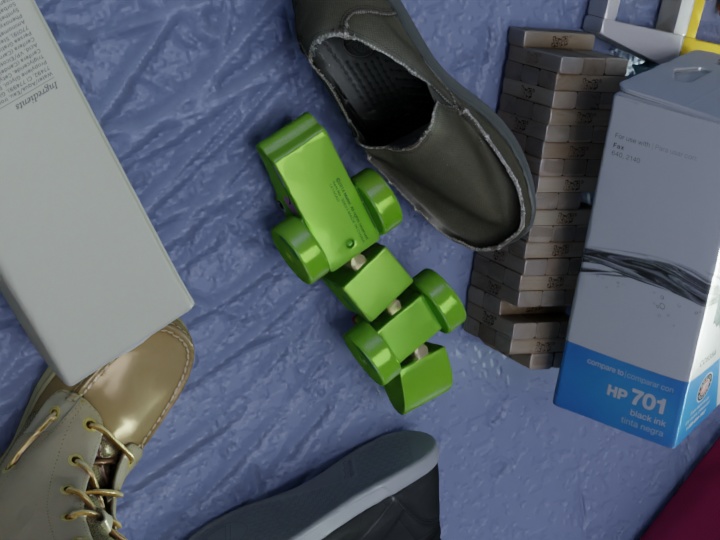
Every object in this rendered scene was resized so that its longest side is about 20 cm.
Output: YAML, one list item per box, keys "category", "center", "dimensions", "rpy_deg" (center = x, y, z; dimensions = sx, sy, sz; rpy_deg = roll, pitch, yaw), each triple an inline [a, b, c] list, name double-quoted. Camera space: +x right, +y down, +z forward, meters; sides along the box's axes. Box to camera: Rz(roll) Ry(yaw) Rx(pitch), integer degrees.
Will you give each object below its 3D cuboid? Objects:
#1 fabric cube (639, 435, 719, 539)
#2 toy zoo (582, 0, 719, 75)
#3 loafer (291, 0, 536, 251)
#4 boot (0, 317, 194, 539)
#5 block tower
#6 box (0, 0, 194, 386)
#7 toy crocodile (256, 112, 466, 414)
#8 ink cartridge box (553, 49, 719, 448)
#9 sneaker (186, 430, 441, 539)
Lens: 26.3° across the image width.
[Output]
- category: "fabric cube"
  center: [0.327, 0.232, 1.063]
  dimensions: [0.199, 0.196, 0.200]
  rpy_deg: [-51, 123, -6]
- category: "toy zoo"
  center: [0.209, -0.204, 0.953]
  dimensions: [0.131, 0.020, 0.201]
  rpy_deg: [5, 103, -31]
- category: "loafer"
  center: [0.026, -0.076, 0.849]
  dimensions: [0.075, 0.070, 0.200]
  rpy_deg: [-28, 119, 28]
- category: "boot"
  center: [-0.134, 0.118, 0.781]
  dimensions: [0.200, 0.155, 0.073]
  rpy_deg: [-49, 123, -8]
- category: "block tower"
  center: [0.111, -0.043, 0.930]
  dimensions: [0.054, 0.058, 0.201]
  rpy_deg: [-1, 106, -30]
- category: "box"
  center: [-0.165, -0.049, 0.760]
  dimensions: [0.082, 0.068, 0.200]
  rpy_deg: [-32, 120, -17]
- category: "toy crocodile"
  center: [0.000, 0.000, 0.883]
  dimensions: [0.067, 0.062, 0.200]
  rpy_deg: [-39, 117, -13]
- category: "ink cartridge box"
  center: [0.196, -0.017, 0.926]
  dimensions: [0.146, 0.086, 0.200]
  rpy_deg: [-27, 132, -53]
- category: "sneaker"
  center: [-0.027, 0.181, 0.914]
  dimensions: [0.200, 0.071, 0.099]
  rpy_deg: [-25, 112, -26]
